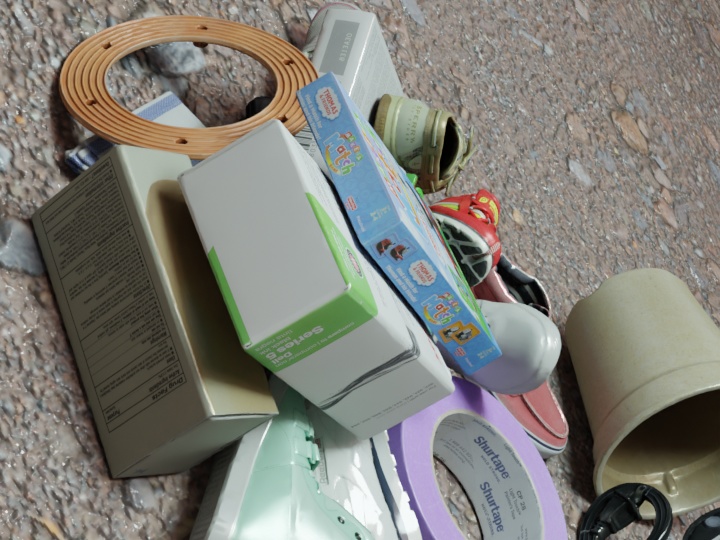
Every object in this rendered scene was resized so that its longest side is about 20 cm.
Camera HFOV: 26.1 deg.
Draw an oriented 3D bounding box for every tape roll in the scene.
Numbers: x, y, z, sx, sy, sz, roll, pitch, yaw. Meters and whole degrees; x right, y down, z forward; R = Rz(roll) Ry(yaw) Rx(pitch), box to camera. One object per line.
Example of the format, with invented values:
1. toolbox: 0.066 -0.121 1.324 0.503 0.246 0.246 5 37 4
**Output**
1. tape roll: 0.079 0.187 1.243 0.200 0.066 0.201 35 37 -32

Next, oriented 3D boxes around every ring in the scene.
1. ring: -0.129 -0.138 1.188 0.199 0.019 0.201 5 38 -4

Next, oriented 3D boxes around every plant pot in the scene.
1. plant pot: 0.289 0.107 1.506 0.200 0.200 0.184 27 31 -39

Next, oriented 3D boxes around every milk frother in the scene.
1. milk frother: 0.305 0.303 1.397 0.200 0.180 0.189 -125 -158 -59

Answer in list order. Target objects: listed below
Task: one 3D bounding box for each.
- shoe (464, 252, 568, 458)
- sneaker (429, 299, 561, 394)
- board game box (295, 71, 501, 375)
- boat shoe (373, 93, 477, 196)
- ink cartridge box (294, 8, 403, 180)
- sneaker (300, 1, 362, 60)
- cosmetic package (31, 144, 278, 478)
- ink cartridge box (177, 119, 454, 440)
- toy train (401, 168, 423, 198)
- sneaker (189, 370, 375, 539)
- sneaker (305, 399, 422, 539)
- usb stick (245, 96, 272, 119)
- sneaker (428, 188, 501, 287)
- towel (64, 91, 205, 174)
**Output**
1. shoe: 0.144 0.076 1.404 0.200 0.091 0.072 52 32 -8
2. sneaker: 0.072 0.050 1.273 0.088 0.200 0.076 16 90 -40
3. board game box: 0.029 -0.031 1.129 0.200 0.036 0.152 49 14 -51
4. boat shoe: 0.063 -0.102 1.337 0.200 0.062 0.074 14 85 -73
5. ink cartridge box: -0.008 -0.097 1.299 0.200 0.050 0.162 65 38 -64
6. sneaker: -0.017 -0.176 1.389 0.088 0.081 0.201 69 12 -50
7. cosmetic package: -0.141 0.028 1.048 0.071 0.105 0.201 4 61 -52
8. ink cartridge box: -0.027 0.012 1.064 0.200 0.084 0.146 46 16 -57
9. toy train: 0.000 0.000 1.245 0.056 0.042 0.201 55 51 -52
10. sneaker: -0.041 0.150 1.078 0.118 0.074 0.201 29 44 -12
11. sneaker: -0.026 0.141 1.140 0.080 0.076 0.201 -10 63 -34
12. usb stick: -0.069 -0.062 1.291 0.055 0.033 0.201 30 41 -38
13. sneaker: 0.087 -0.039 1.347 0.077 0.085 0.200 57 -8 -11
14. towel: -0.120 -0.042 1.186 0.200 0.024 0.147 47 35 -2
